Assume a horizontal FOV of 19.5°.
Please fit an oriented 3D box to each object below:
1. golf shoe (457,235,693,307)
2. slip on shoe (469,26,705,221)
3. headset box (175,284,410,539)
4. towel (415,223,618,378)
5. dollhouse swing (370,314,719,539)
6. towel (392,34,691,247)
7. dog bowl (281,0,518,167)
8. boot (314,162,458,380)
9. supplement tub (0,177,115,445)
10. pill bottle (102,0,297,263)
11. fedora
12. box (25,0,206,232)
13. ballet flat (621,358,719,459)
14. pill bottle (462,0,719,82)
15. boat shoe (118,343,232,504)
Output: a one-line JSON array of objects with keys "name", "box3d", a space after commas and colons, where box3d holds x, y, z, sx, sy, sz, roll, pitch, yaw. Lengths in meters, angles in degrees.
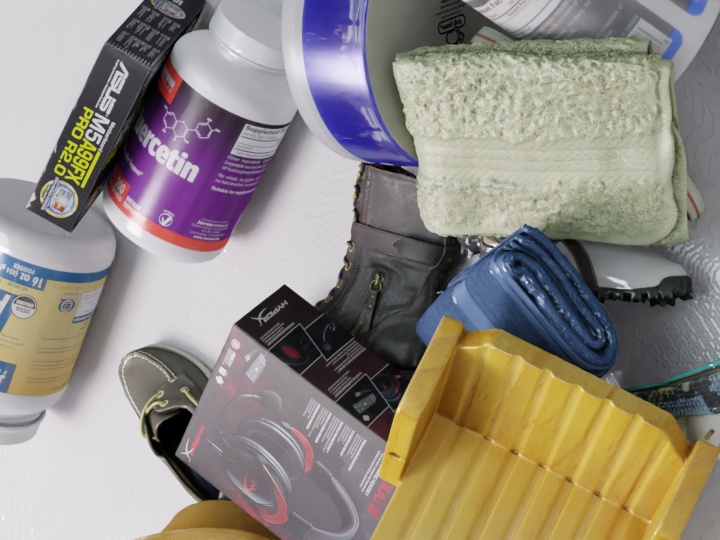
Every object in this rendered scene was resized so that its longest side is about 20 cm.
[{"name": "golf shoe", "box3d": [0.150, -0.033, 1.458, 0.199, 0.077, 0.095, 21, 103, 40]}, {"name": "slip on shoe", "box3d": [0.148, -0.089, 1.432, 0.199, 0.074, 0.061, 35, 91, 11]}, {"name": "headset box", "box3d": [-0.022, 0.133, 1.560, 0.199, 0.075, 0.149, 37, 129, 12]}, {"name": "towel", "box3d": [0.110, 0.041, 1.445, 0.112, 0.048, 0.200, 52, 158, 2]}, {"name": "dollhouse swing", "box3d": [0.096, 0.174, 1.373, 0.199, 0.177, 0.182, 27, 152, 8]}, {"name": "towel", "box3d": [0.119, -0.083, 1.385, 0.198, 0.037, 0.150, 4, 122, 28]}, {"name": "dog bowl", "box3d": [0.038, -0.174, 1.483, 0.078, 0.199, 0.202, 11, 96, 40]}, {"name": "boot", "box3d": [0.000, 0.000, 1.610, 0.199, 0.069, 0.176, 10, 95, 33]}, {"name": "supplement tub", "box3d": [-0.309, 0.036, 1.840, 0.144, 0.144, 0.201, 36, 113, 38]}, {"name": "pill bottle", "box3d": [-0.122, -0.113, 1.691, 0.112, 0.112, 0.201, 46, 118, 34]}, {"name": "fedora", "box3d": [-0.115, 0.242, 1.668, 0.200, 0.200, 0.082, -37, 28, 36]}, {"name": "box", "box3d": [-0.198, -0.138, 1.719, 0.044, 0.200, 0.161, 29, 113, -4]}, {"name": "ballet flat", "box3d": [0.217, 0.099, 1.399, 0.199, 0.074, 0.075, -21, 74, 50]}, {"name": "pill bottle", "box3d": [0.130, -0.204, 1.385, 0.114, 0.199, 0.114, -52, 15, 20]}, {"name": "boat shoe", "box3d": [-0.145, 0.128, 1.740, 0.202, 0.060, 0.072, 44, 117, 35]}]
